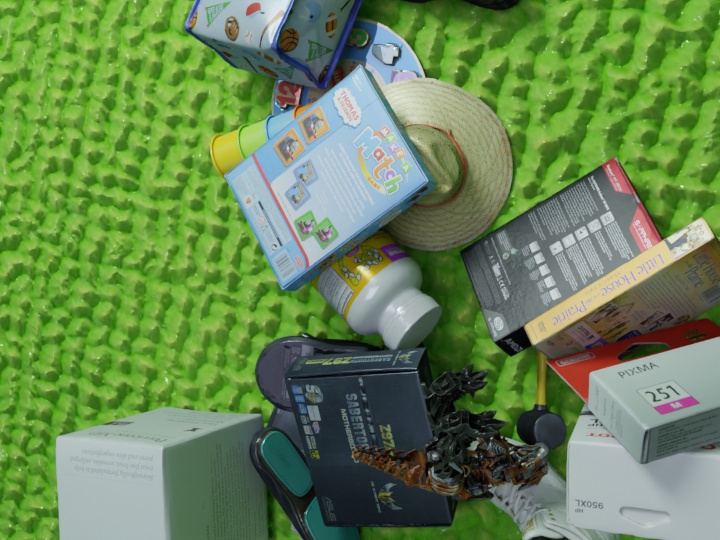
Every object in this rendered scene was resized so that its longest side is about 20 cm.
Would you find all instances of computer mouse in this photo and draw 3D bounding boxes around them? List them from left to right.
[{"bbox_3d":[-0.025,0.131,1.098,0.196,0.053,0.141,11,94,9],"label":"computer mouse"}]

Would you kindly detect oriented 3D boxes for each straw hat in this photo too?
[{"bbox_3d":[0.066,-0.114,1.029,0.197,0.085,0.205,2,98,13],"label":"straw hat"}]

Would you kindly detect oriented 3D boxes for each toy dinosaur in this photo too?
[{"bbox_3d":[0.097,0.186,0.947,0.102,0.197,0.138,46,139,48],"label":"toy dinosaur"}]

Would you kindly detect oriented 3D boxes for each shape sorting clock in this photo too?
[{"bbox_3d":[-0.015,-0.194,1.102,0.196,0.039,0.204,1,93,22],"label":"shape sorting clock"}]

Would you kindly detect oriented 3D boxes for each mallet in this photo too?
[{"bbox_3d":[0.200,0.093,1.012,0.040,0.066,0.204,4,92,-9],"label":"mallet"}]

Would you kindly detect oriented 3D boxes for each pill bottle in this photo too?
[{"bbox_3d":[0.000,0.000,1.058,0.200,0.104,0.105,45,107,21],"label":"pill bottle"}]

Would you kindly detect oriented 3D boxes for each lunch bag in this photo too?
[{"bbox_3d":[-0.085,-0.331,1.065,0.168,0.123,0.203,23,86,37],"label":"lunch bag"}]

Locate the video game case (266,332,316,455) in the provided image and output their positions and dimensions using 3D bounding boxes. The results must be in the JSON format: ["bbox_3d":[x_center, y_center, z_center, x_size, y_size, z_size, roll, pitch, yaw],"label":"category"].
[{"bbox_3d":[-0.011,0.183,1.127,0.198,0.019,0.145,26,101,18],"label":"video game case"}]

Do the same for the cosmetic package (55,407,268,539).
[{"bbox_3d":[-0.230,0.265,1.114,0.162,0.199,0.169,-1,91,27],"label":"cosmetic package"}]

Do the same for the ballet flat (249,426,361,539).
[{"bbox_3d":[-0.070,0.273,1.127,0.072,0.073,0.201,-31,100,20],"label":"ballet flat"}]

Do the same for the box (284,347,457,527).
[{"bbox_3d":[0.015,0.188,1.034,0.155,0.051,0.203,-5,113,19],"label":"box"}]

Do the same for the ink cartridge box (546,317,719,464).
[{"bbox_3d":[0.299,0.090,0.873,0.196,0.174,0.044,-13,120,-15],"label":"ink cartridge box"}]

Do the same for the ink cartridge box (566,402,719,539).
[{"bbox_3d":[0.284,0.177,0.904,0.142,0.200,0.086,1,101,21],"label":"ink cartridge box"}]

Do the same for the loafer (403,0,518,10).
[{"bbox_3d":[0.081,-0.337,1.039,0.197,0.072,0.074,11,97,22],"label":"loafer"}]

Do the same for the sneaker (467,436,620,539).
[{"bbox_3d":[0.181,0.250,1.000,0.198,0.115,0.075,31,105,19],"label":"sneaker"}]

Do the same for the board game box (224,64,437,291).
[{"bbox_3d":[-0.036,-0.097,1.007,0.199,0.036,0.153,-35,72,19],"label":"board game box"}]

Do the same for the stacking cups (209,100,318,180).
[{"bbox_3d":[-0.082,-0.164,1.083,0.197,0.060,0.062,-20,85,28],"label":"stacking cups"}]

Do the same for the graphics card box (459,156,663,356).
[{"bbox_3d":[0.212,-0.013,0.983,0.198,0.051,0.127,-32,53,18],"label":"graphics card box"}]

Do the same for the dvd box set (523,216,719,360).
[{"bbox_3d":[0.277,0.035,0.937,0.199,0.146,0.030,-34,56,20],"label":"dvd box set"}]
